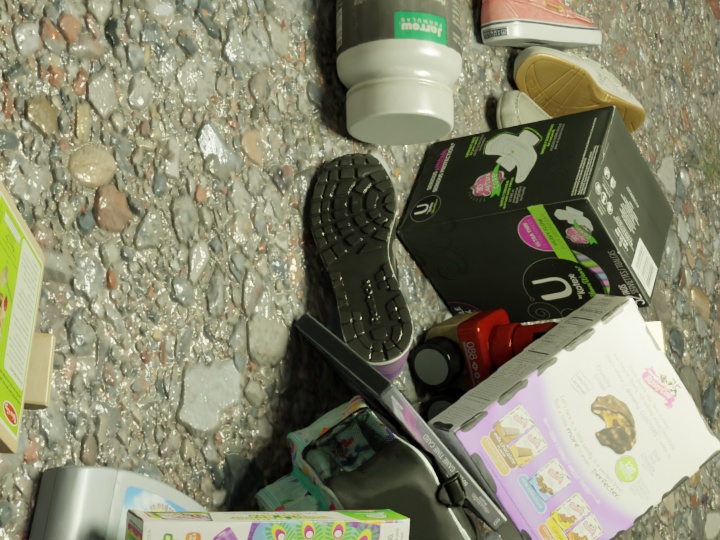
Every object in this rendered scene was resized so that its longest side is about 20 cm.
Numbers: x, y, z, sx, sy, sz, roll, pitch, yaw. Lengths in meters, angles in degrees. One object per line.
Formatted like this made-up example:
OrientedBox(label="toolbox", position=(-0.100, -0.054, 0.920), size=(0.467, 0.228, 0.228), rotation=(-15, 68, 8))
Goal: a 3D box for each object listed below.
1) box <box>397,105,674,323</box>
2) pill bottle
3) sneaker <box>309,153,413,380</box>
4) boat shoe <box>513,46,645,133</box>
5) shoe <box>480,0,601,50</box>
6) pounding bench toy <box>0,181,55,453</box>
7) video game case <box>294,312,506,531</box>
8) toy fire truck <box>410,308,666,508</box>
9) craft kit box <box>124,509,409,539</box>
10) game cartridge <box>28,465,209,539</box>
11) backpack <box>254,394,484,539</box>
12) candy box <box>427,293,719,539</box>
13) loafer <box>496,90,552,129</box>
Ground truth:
OrientedBox(label="box", position=(0.165, -0.045, 1.639), size=(0.149, 0.200, 0.124), rotation=(55, 42, -34))
OrientedBox(label="pill bottle", position=(0.034, -0.220, 1.565), size=(0.113, 0.113, 0.200), rotation=(18, 66, -54))
OrientedBox(label="sneaker", position=(0.000, 0.000, 1.518), size=(0.088, 0.076, 0.200), rotation=(84, -1, -68))
OrientedBox(label="boat shoe", position=(0.228, -0.203, 1.910), size=(0.200, 0.071, 0.069), rotation=(23, 36, -44))
OrientedBox(label="shoe", position=(0.192, -0.283, 1.859), size=(0.200, 0.071, 0.091), rotation=(-4, 90, -53))
OrientedBox(label="pounding bench toy", position=(-0.272, 0.036, 1.019), size=(0.200, 0.156, 0.125), rotation=(82, 12, -69))
OrientedBox(label="video game case", position=(0.034, 0.127, 1.468), size=(0.019, 0.143, 0.200), rotation=(-44, 128, -8))
OrientedBox(label="toy fire truck", position=(0.173, 0.116, 1.610), size=(0.129, 0.200, 0.176), rotation=(-24, 102, -56))
OrientedBox(label="craft kit box", position=(-0.068, 0.264, 1.204), size=(0.197, 0.049, 0.201), rotation=(2, 93, -21))
OrientedBox(label="game cartridge", position=(-0.155, 0.216, 1.238), size=(0.200, 0.040, 0.134), rotation=(37, 49, -47))
OrientedBox(label="backpack", position=(0.008, 0.196, 1.367), size=(0.178, 0.150, 0.200), rotation=(62, -3, -19))
OrientedBox(label="candy box", position=(0.189, 0.144, 1.529), size=(0.200, 0.072, 0.168), rotation=(-36, 102, -14))
OrientedBox(label="loafer", position=(0.208, -0.123, 1.843), size=(0.200, 0.070, 0.070), rotation=(43, 48, -43))
